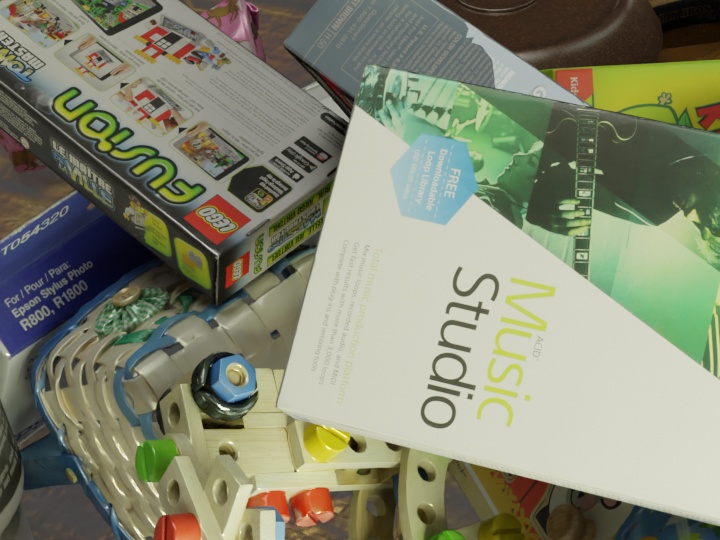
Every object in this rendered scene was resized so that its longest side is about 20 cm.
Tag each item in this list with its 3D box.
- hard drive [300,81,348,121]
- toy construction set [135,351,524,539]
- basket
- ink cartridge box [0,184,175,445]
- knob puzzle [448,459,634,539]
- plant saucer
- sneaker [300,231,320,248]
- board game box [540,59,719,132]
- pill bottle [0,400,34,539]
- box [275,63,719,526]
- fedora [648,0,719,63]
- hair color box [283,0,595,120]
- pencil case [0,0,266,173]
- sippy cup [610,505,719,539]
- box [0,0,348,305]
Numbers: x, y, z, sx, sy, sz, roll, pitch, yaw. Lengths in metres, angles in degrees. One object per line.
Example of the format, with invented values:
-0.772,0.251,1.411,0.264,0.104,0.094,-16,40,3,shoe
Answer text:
0.021,-0.095,1.177,0.199,0.038,0.140,-26,37,-19,hard drive
-0.022,0.100,0.764,0.092,0.199,0.132,-29,64,34,toy construction set
-0.080,0.059,0.916,0.176,0.140,0.200,-33,5,-28,basket
-0.129,0.003,0.964,0.196,0.200,0.043,-37,79,-31,ink cartridge box
0.117,0.049,0.832,0.219,0.030,0.221,-35,41,37,knob puzzle
0.081,-0.154,1.068,0.199,0.035,0.201,-3,37,2,plant saucer
0.000,0.000,0.995,0.079,0.074,0.200,-26,9,4,sneaker
0.195,-0.063,0.966,0.198,0.102,0.048,-4,4,-10,board game box
-0.229,0.079,0.866,0.113,0.201,0.114,-9,34,6,pill bottle
0.079,0.009,0.695,0.198,0.036,0.145,12,83,13,box
0.206,-0.106,1.088,0.199,0.082,0.201,-8,33,5,fedora
0.066,-0.053,0.801,0.200,0.099,0.061,39,89,30,hair color box
-0.161,-0.131,1.254,0.198,0.087,0.083,-14,3,-1,pencil case
0.145,0.155,0.705,0.177,0.140,0.131,24,23,-9,sippy cup
-0.101,-0.078,0.878,0.200,0.035,0.110,38,56,24,box
